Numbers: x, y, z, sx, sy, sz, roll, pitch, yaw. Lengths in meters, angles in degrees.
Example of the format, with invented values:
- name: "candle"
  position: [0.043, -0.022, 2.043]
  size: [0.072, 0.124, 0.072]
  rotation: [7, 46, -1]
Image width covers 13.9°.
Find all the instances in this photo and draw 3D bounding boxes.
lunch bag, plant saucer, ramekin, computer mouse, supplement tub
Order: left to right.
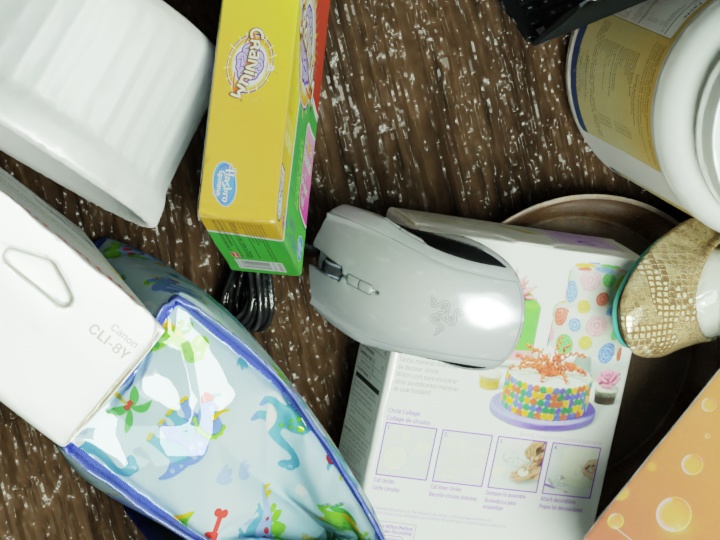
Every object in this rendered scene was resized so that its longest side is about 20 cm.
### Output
- name: "ramekin"
  position: [-0.167, -0.113, 1.517]
  size: [0.200, 0.200, 0.098]
  rotation: [33, 85, -22]
- name: "lunch bag"
  position: [-0.082, 0.093, 1.609]
  size: [0.200, 0.170, 0.128]
  rotation: [38, 90, -23]
- name: "computer mouse"
  position: [0.000, 0.000, 1.609]
  size: [0.044, 0.199, 0.110]
  rotation: [-6, 109, -54]
- name: "plant saucer"
  position: [0.123, 0.050, 1.738]
  size: [0.199, 0.034, 0.201]
  rotation: [-5, 106, -16]
- name: "supplement tub"
  position: [0.210, -0.097, 1.637]
  size: [0.144, 0.200, 0.145]
  rotation: [-5, 106, -17]

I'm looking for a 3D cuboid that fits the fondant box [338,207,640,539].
- name: "fondant box"
  position: [0.070, 0.075, 1.680]
  size: [0.144, 0.058, 0.201]
  rotation: [8, 103, -19]

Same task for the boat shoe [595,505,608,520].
- name: "boat shoe"
  position: [0.185, 0.147, 1.720]
  size: [0.072, 0.072, 0.200]
  rotation: [37, 86, -2]

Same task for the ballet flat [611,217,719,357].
- name: "ballet flat"
  position: [0.214, -0.002, 1.680]
  size: [0.200, 0.065, 0.071]
  rotation: [-34, 124, -50]

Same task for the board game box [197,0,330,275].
- name: "board game box"
  position: [-0.047, -0.109, 1.544]
  size: [0.040, 0.153, 0.201]
  rotation: [5, 81, 5]

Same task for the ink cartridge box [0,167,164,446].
- name: "ink cartridge box"
  position: [-0.199, -0.006, 1.529]
  size: [0.145, 0.200, 0.084]
  rotation: [40, 90, -22]

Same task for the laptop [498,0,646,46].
- name: "laptop"
  position: [0.154, -0.202, 1.581]
  size: [0.177, 0.200, 0.104]
  rotation: [-22, 142, -11]

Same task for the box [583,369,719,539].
- name: "box"
  position: [0.233, 0.120, 1.619]
  size: [0.124, 0.098, 0.200]
  rotation: [37, 80, 20]
